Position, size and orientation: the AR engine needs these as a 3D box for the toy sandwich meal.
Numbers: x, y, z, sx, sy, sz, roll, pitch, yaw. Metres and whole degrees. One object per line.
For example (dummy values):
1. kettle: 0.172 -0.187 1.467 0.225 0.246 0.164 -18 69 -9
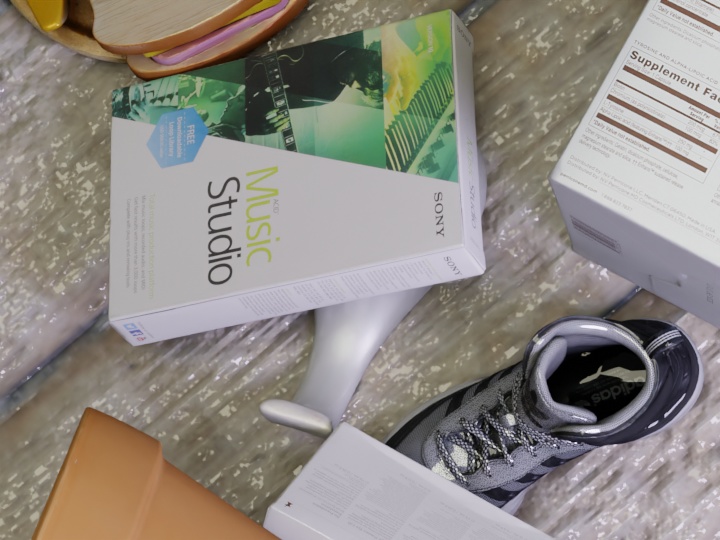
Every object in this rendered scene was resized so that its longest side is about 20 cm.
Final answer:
1. toy sandwich meal: -0.119 -0.200 1.593 0.205 0.070 0.205 -1 80 8

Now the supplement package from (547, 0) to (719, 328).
1. supplement package: 0.207 -0.081 1.464 0.147 0.191 0.200 29 84 11

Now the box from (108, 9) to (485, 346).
1. box: -0.036 -0.048 1.533 0.200 0.036 0.144 -12 60 17

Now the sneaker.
1. sneaker: 0.079 0.076 1.493 0.200 0.114 0.076 -27 77 3

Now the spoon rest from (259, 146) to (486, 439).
1. spoon rest: 0.000 0.000 1.555 0.099 0.061 0.200 19 69 10

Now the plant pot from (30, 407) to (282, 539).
1. plant pot: -0.103 0.181 1.396 0.140 0.200 0.200 21 83 -5

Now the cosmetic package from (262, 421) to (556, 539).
1. cosmetic package: 0.052 0.159 1.454 0.200 0.083 0.051 29 127 12
